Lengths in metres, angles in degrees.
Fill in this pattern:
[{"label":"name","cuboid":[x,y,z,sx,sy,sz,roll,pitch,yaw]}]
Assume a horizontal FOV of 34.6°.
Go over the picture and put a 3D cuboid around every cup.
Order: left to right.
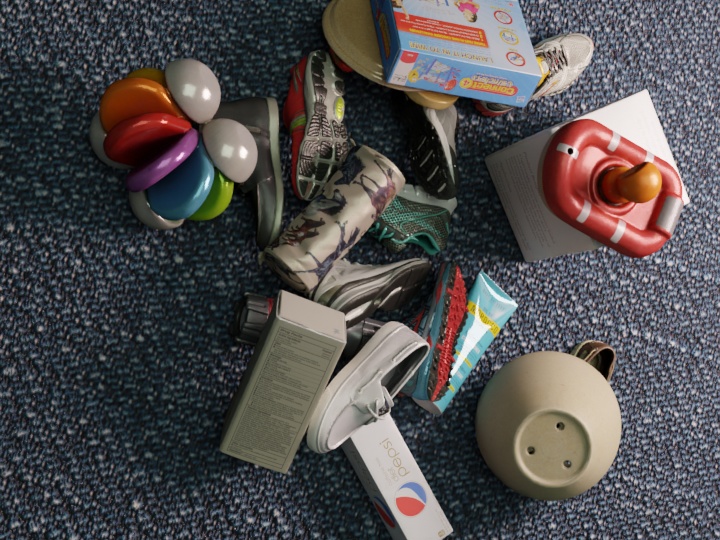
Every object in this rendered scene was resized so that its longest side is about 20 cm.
[{"label":"cup","cuboid":[0.248,0.216,1.511,0.198,0.143,0.203,0,94,6]}]

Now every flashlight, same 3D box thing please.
[{"label":"flashlight","cuboid":[-0.066,0.081,1.495,0.198,0.068,0.069,16,76,-22]}]

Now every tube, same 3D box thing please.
[{"label":"tube","cuboid":[0.140,0.102,1.578,0.077,0.050,0.201,44,68,-24]}]

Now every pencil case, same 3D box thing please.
[{"label":"pencil case","cuboid":[-0.038,-0.065,1.439,0.089,0.078,0.200,36,79,28]}]

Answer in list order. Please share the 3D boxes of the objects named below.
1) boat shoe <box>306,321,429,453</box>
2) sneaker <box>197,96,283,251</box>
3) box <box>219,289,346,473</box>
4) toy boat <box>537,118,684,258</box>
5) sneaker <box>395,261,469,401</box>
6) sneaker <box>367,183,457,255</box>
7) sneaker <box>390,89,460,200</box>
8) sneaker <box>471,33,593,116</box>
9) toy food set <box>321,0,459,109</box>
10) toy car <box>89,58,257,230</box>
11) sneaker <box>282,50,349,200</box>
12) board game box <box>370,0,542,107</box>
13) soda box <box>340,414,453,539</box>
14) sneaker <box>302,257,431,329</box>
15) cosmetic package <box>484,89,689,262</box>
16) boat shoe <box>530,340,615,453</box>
[{"label":"boat shoe","cuboid":[0.013,0.153,1.441,0.200,0.068,0.072,-46,141,-27]},{"label":"sneaker","cuboid":[-0.156,-0.121,1.480,0.105,0.075,0.202,-2,80,-13]},{"label":"box","cuboid":[-0.095,0.137,1.414,0.094,0.078,0.201,22,112,-10]},{"label":"toy boat","cuboid":[0.315,-0.104,1.398,0.199,0.131,0.132,26,79,-14]},{"label":"sneaker","cuboid":[0.081,0.073,1.534,0.079,0.095,0.202,56,44,-50]},{"label":"sneaker","cuboid":[0.036,-0.070,1.531,0.198,0.078,0.092,7,76,-17]},{"label":"sneaker","cuboid":[0.104,-0.183,1.542,0.079,0.074,0.202,5,55,-29]},{"label":"sneaker","cuboid":[0.254,-0.277,1.629,0.199,0.082,0.078,-32,96,-20]},{"label":"toy food set","cuboid":[0.042,-0.301,1.530,0.198,0.049,0.199,8,49,-17]},{"label":"toy car","cuboid":[-0.235,-0.143,1.378,0.174,0.150,0.201,-29,97,19]},{"label":"sneaker","cuboid":[-0.065,-0.183,1.503,0.077,0.085,0.202,15,73,-38]},{"label":"board game box","cuboid":[0.119,-0.314,1.502,0.198,0.056,0.197,7,49,-19]},{"label":"soda box","cuboid":[0.039,0.269,1.510,0.063,0.068,0.201,-31,96,-19]},{"label":"sneaker","cuboid":[0.000,0.000,1.516,0.115,0.076,0.200,41,38,25]},{"label":"cosmetic package","cuboid":[0.302,-0.124,1.570,0.164,0.200,0.166,-24,94,-20]},{"label":"boat shoe","cuboid":[0.296,0.188,1.607,0.074,0.075,0.204,27,77,-16]}]
